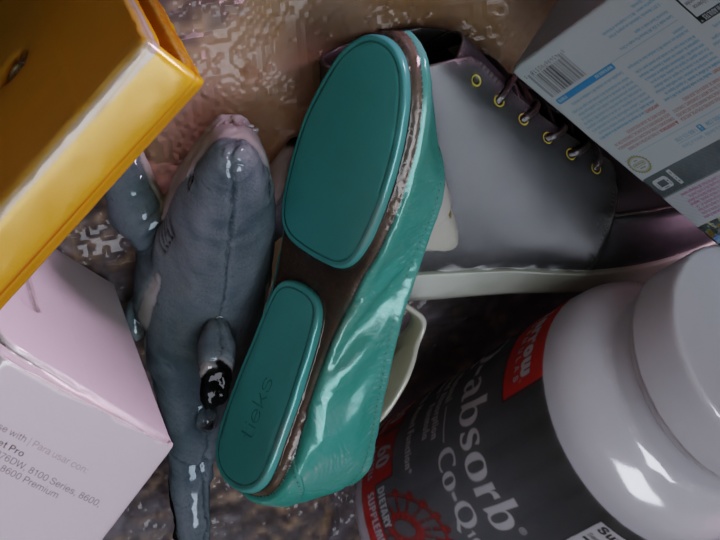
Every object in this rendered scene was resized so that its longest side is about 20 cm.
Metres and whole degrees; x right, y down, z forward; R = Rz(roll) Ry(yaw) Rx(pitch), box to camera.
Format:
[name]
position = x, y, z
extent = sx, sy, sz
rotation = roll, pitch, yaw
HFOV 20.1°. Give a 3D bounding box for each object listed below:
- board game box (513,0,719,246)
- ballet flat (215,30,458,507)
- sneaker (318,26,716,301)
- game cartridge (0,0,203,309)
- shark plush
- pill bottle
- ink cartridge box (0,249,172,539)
[board game box]
position = 0.176, -0.054, 0.739
extent = 0.200, 0.147, 0.064
rotation = 40, 66, -10
[ballet flat]
position = 0.000, 0.000, 0.809
extent = 0.070, 0.067, 0.201
rotation = 4, 110, -43
[sneaker]
position = 0.080, -0.052, 0.857
extent = 0.199, 0.075, 0.107
rotation = -8, 117, -12
[game cartridge]
position = -0.146, -0.030, 0.741
extent = 0.032, 0.176, 0.200
rotation = 36, 101, -27
[shark plush]
position = -0.073, 0.027, 0.843
extent = 0.091, 0.083, 0.201
rotation = 11, 111, -22
[pill bottle]
position = 0.097, 0.074, 0.852
extent = 0.116, 0.116, 0.200
rotation = 26, 139, -26
[ink cartridge box]
position = -0.174, 0.092, 0.808
extent = 0.084, 0.145, 0.200
rotation = 31, 103, -28
